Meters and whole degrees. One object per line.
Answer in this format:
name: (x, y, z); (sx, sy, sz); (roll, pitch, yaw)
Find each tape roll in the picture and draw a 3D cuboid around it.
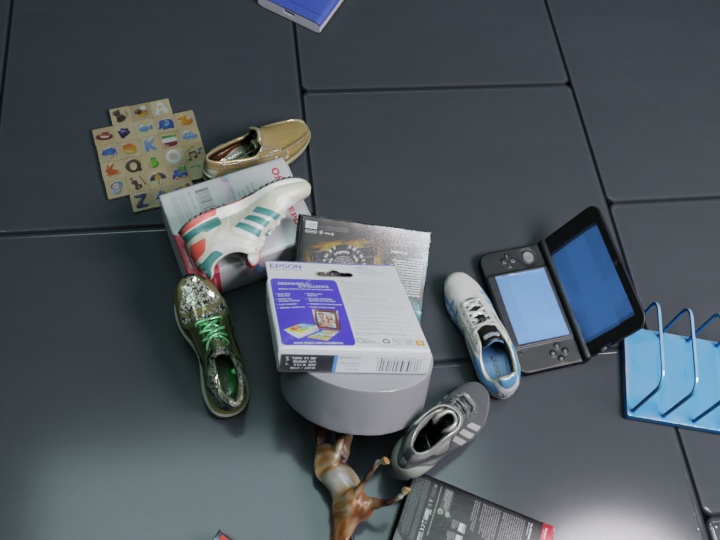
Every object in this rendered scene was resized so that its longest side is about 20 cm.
tape roll: (-0.006, 0.129, 1.056); (0.195, 0.068, 0.201); (9, 24, -4)

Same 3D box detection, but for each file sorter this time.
file sorter: (0.488, 0.139, 1.139); (0.195, 0.123, 0.141); (10, 61, -2)

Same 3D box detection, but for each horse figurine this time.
horse figurine: (-0.016, 0.256, 1.029); (0.049, 0.133, 0.202); (19, 31, -45)

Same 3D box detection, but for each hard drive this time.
hard drive: (-0.084, -0.536, 1.487); (0.130, 0.026, 0.202); (26, 62, 8)

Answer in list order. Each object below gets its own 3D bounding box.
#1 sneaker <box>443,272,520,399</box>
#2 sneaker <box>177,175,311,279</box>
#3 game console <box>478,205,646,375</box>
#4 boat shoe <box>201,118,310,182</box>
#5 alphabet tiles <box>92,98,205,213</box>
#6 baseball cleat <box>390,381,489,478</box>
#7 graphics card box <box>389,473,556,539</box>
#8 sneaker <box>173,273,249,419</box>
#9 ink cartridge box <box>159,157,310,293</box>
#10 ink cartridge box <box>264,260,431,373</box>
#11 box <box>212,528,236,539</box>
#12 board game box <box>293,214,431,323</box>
sneaker: (0.178, 0.084, 1.160); (0.070, 0.073, 0.203); (-16, 63, -13)
sneaker: (-0.147, -0.056, 1.113); (0.197, 0.070, 0.095); (-25, 88, -21)
game console: (0.287, 0.028, 1.176); (0.167, 0.119, 0.204); (-10, 63, -12)
boat shoe: (-0.158, -0.194, 1.263); (0.198, 0.077, 0.072); (-35, 68, -26)
alphabet tiles: (-0.332, -0.186, 1.281); (0.163, 0.006, 0.203); (-15, 65, -14)
baseball cleat: (0.123, 0.196, 1.049); (0.070, 0.107, 0.199); (44, 49, 12)
graphics card box: (0.136, 0.353, 1.021); (0.196, 0.051, 0.127); (21, 61, 4)
sneaker: (-0.190, 0.096, 1.070); (0.076, 0.088, 0.204); (-20, 87, -23)
ink cartridge box: (-0.179, -0.060, 1.185); (0.196, 0.086, 0.150); (-18, 67, -18)
ink cartridge box: (-0.024, 0.058, 1.053); (0.193, 0.044, 0.201); (2, 32, -14)
box: (-0.119, 0.416, 0.965); (0.198, 0.035, 0.111); (31, 63, 10)
board game box: (0.000, 0.000, 1.153); (0.195, 0.028, 0.139); (7, 92, -15)
